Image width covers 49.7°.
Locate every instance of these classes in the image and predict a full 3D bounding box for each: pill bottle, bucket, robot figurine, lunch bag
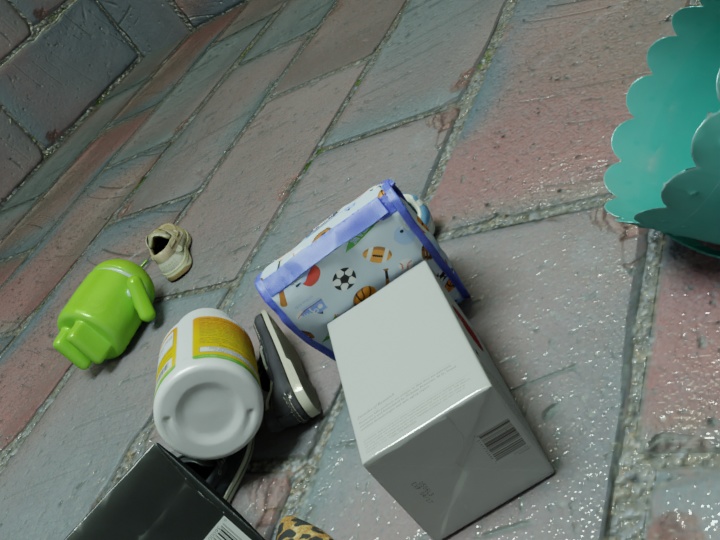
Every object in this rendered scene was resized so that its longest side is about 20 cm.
[{"bbox_3d":[-0.171,0.114,0.871,0.111,0.111,0.200,-37,21,1],"label":"pill bottle"},{"bbox_3d":[0.306,-0.112,0.639,0.207,0.134,0.208,-163,90,-89],"label":"bucket"},{"bbox_3d":[-0.414,0.063,1.274,0.175,0.116,0.200,-25,31,38],"label":"robot figurine"},{"bbox_3d":[0.000,0.000,0.809,0.170,0.200,0.124,-36,64,8],"label":"lunch bag"}]

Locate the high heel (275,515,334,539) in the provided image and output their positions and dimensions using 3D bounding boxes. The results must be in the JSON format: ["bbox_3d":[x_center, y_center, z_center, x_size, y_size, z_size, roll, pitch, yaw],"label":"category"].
[{"bbox_3d":[-0.062,0.236,0.625,0.071,0.143,0.200,-39,30,-2],"label":"high heel"}]

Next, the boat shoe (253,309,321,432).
[{"bbox_3d":[-0.105,0.114,0.915,0.063,0.073,0.200,-34,34,-1],"label":"boat shoe"}]

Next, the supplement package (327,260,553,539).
[{"bbox_3d":[0.062,0.107,0.693,0.120,0.121,0.200,-34,30,8],"label":"supplement package"}]

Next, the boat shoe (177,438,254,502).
[{"bbox_3d":[-0.172,0.218,0.853,0.074,0.062,0.200,-19,33,32],"label":"boat shoe"}]

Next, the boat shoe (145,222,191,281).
[{"bbox_3d":[-0.355,-0.050,1.419,0.072,0.065,0.200,-37,30,2],"label":"boat shoe"}]

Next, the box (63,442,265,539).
[{"bbox_3d":[-0.173,0.248,0.662,0.149,0.124,0.200,-48,-4,-19],"label":"box"}]

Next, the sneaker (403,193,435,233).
[{"bbox_3d":[0.017,-0.013,0.960,0.072,0.073,0.200,10,55,50],"label":"sneaker"}]
